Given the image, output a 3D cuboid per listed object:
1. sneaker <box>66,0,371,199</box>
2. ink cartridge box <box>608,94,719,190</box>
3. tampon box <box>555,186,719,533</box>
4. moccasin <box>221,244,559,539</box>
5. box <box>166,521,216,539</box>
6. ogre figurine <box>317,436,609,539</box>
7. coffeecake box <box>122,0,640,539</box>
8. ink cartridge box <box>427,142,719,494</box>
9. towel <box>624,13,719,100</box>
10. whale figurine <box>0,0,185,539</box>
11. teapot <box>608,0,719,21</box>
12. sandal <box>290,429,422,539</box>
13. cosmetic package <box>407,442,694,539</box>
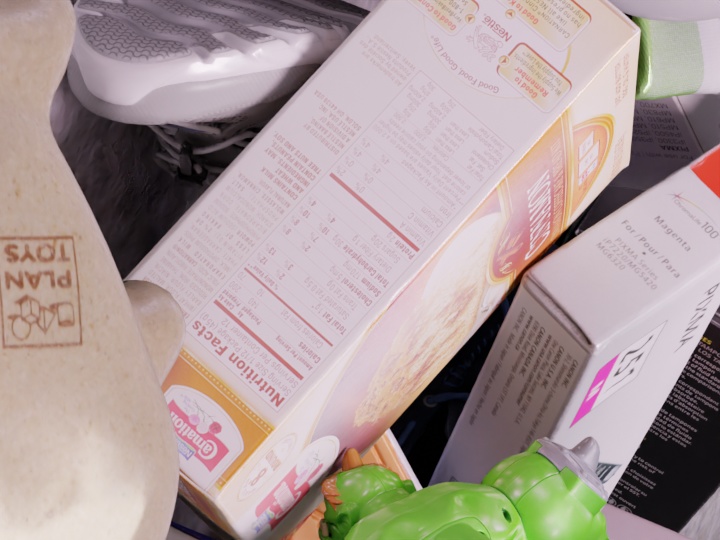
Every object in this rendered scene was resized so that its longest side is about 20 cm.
[{"bbox_3d":[-0.040,-0.053,0.944,0.200,0.075,0.082,-7,116,-67],"label":"sneaker"},{"bbox_3d":[0.104,-0.148,1.107,0.147,0.083,0.200,-61,139,-29],"label":"ink cartridge box"},{"bbox_3d":[0.153,0.009,1.330,0.150,0.126,0.200,-56,177,-32],"label":"tampon box"},{"bbox_3d":[0.032,0.072,1.188,0.200,0.068,0.081,-45,147,-13],"label":"moccasin"},{"bbox_3d":[-0.100,0.196,0.998,0.184,0.105,0.200,-61,158,-20],"label":"box"},{"bbox_3d":[0.025,0.125,0.944,0.199,0.098,0.120,-9,124,-16],"label":"ogre figurine"},{"bbox_3d":[0.001,-0.006,0.939,0.200,0.073,0.154,-48,168,-7],"label":"coffeecake box"},{"bbox_3d":[0.108,0.032,1.102,0.173,0.044,0.200,-32,158,-32],"label":"ink cartridge box"},{"bbox_3d":[0.141,-0.141,1.029,0.200,0.031,0.150,-14,89,-52],"label":"towel"},{"bbox_3d":[-0.124,0.017,0.803,0.159,0.104,0.201,-4,91,-45],"label":"whale figurine"},{"bbox_3d":[0.130,-0.177,0.900,0.200,0.146,0.198,28,60,-39],"label":"teapot"},{"bbox_3d":[0.011,0.123,1.049,0.079,0.059,0.207,-34,121,-4],"label":"sandal"},{"bbox_3d":[0.058,0.195,1.255,0.123,0.199,0.200,-51,153,-39],"label":"cosmetic package"}]
